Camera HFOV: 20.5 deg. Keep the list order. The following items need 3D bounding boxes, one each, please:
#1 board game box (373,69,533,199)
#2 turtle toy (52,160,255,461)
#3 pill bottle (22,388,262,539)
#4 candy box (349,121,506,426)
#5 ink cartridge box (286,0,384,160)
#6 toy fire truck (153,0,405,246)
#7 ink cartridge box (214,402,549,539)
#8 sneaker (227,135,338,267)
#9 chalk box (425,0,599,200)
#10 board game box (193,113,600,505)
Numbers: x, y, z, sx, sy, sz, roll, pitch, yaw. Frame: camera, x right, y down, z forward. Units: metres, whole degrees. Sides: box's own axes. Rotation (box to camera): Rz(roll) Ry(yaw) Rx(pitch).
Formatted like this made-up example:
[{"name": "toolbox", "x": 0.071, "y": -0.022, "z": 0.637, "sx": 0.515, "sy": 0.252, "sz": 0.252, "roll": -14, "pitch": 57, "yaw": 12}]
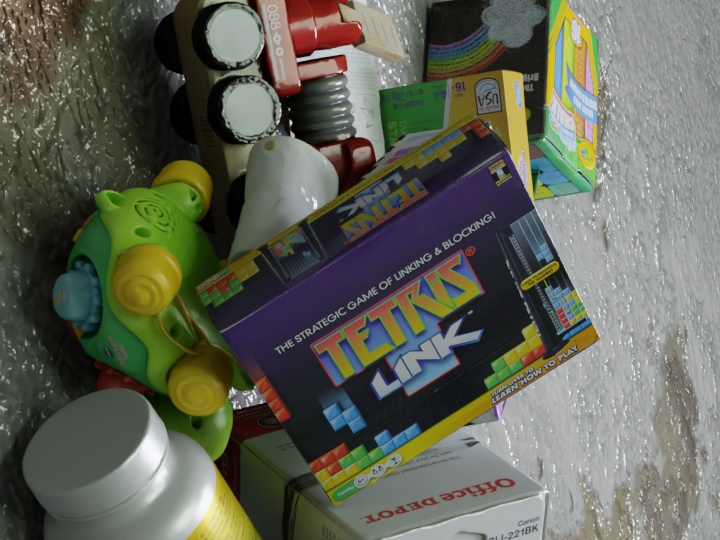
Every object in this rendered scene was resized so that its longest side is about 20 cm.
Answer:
[{"name": "board game box", "x": 0.063, "y": -0.049, "z": 1.588, "sx": 0.040, "sy": 0.153, "sz": 0.200, "roll": -2, "pitch": 85, "yaw": -64}, {"name": "turtle toy", "x": -0.125, "y": 0.037, "z": 1.245, "sx": 0.146, "sy": 0.101, "sz": 0.200, "roll": -76, "pitch": 146, "yaw": -59}, {"name": "pill bottle", "x": -0.122, "y": 0.170, "z": 1.213, "sx": 0.200, "sy": 0.112, "sz": 0.113, "roll": 63, "pitch": 33, "yaw": -35}, {"name": "candy box", "x": 0.059, "y": -0.001, "z": 1.371, "sx": 0.200, "sy": 0.071, "sz": 0.168, "roll": -54, "pitch": 134, "yaw": -72}, {"name": "ink cartridge box", "x": -0.042, "y": -0.161, "z": 1.525, "sx": 0.162, "sy": 0.050, "sz": 0.200, "roll": -5, "pitch": 90, "yaw": -63}, {"name": "toy fire truck", "x": -0.031, "y": -0.120, "z": 1.399, "sx": 0.200, "sy": 0.129, "sz": 0.176, "roll": -15, "pitch": 99, "yaw": -24}, {"name": "ink cartridge box", "x": 0.009, "y": 0.155, "z": 1.319, "sx": 0.144, "sy": 0.200, "sz": 0.084, "roll": -12, "pitch": 115, "yaw": -29}, {"name": "sneaker", "x": -0.027, "y": -0.002, "z": 1.296, "sx": 0.200, "sy": 0.074, "sz": 0.116, "roll": 67, "pitch": 23, "yaw": -52}, {"name": "chalk box", "x": 0.135, "y": -0.134, "z": 1.784, "sx": 0.124, "sy": 0.125, "sz": 0.200, "roll": 36, "pitch": 53, "yaw": -55}, {"name": "board game box", "x": 0.026, "y": 0.026, "z": 1.206, "sx": 0.165, "sy": 0.200, "sz": 0.057, "roll": 59, "pitch": -2, "yaw": -38}]
